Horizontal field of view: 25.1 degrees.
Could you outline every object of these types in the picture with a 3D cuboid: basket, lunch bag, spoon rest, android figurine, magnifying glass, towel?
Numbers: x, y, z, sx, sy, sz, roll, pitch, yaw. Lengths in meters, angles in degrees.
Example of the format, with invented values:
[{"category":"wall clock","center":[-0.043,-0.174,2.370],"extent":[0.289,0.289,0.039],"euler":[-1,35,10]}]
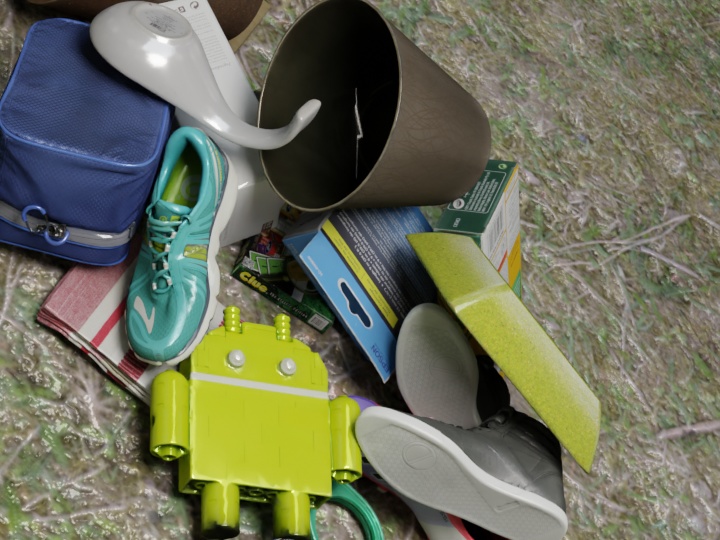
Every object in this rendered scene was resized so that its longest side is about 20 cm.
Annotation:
[{"category":"basket","center":[0.022,-0.127,1.404],"extent":[0.200,0.136,0.181],"euler":[11,91,-59]},{"category":"lunch bag","center":[-0.234,-0.095,1.337],"extent":[0.135,0.133,0.200],"euler":[16,42,-7]},{"category":"spoon rest","center":[-0.133,-0.157,1.322],"extent":[0.200,0.061,0.099],"euler":[31,34,8]},{"category":"android figurine","center":[-0.084,0.122,1.310],"extent":[0.181,0.041,0.201],"euler":[12,58,-21]},{"category":"magnifying glass","center":[-0.041,0.170,1.352],"extent":[0.079,0.022,0.200],"euler":[-18,74,-49]},{"category":"towel","center":[-0.162,0.057,1.360],"extent":[0.200,0.023,0.144],"euler":[41,38,-8]}]

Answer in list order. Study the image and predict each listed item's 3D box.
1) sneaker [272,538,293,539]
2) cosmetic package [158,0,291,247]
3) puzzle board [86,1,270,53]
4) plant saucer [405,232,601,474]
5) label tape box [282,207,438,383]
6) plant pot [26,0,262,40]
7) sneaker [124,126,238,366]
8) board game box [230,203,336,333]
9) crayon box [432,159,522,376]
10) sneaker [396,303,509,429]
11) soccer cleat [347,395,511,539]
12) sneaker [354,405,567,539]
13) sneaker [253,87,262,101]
[{"category":"sneaker","center":[-0.082,0.279,1.197],"extent":[0.075,0.078,0.200],"euler":[26,44,-20]},{"category":"cosmetic package","center":[-0.141,-0.132,1.450],"extent":[0.081,0.113,0.200],"euler":[-19,67,-18]},{"category":"puzzle board","center":[-0.186,-0.259,1.605],"extent":[0.151,0.017,0.200],"euler":[37,40,-8]},{"category":"plant saucer","center":[0.131,0.055,1.388],"extent":[0.200,0.048,0.200],"euler":[50,5,-20]},{"category":"label tape box","center":[0.000,0.000,1.475],"extent":[0.143,0.066,0.200],"euler":[55,36,-16]},{"category":"plant pot","center":[-0.190,-0.293,1.505],"extent":[0.200,0.187,0.187],"euler":[25,43,-42]},{"category":"sneaker","center":[-0.154,-0.022,1.306],"extent":[0.077,0.080,0.201],"euler":[4,71,13]},{"category":"board game box","center":[-0.050,-0.040,1.533],"extent":[0.105,0.023,0.200],"euler":[34,42,-16]},{"category":"crayon box","center":[0.115,0.011,1.543],"extent":[0.051,0.201,0.126],"euler":[7,37,19]},{"category":"sneaker","center":[0.083,0.093,1.444],"extent":[0.099,0.070,0.200],"euler":[-78,152,-54]},{"category":"soccer cleat","center":[0.057,0.180,1.398],"extent":[0.200,0.076,0.067],"euler":[52,41,7]},{"category":"sneaker","center":[0.087,0.148,1.355],"extent":[0.200,0.071,0.099],"euler":[28,38,-11]},{"category":"sneaker","center":[-0.030,-0.136,1.573],"extent":[0.200,0.077,0.089],"euler":[23,31,-32]}]
